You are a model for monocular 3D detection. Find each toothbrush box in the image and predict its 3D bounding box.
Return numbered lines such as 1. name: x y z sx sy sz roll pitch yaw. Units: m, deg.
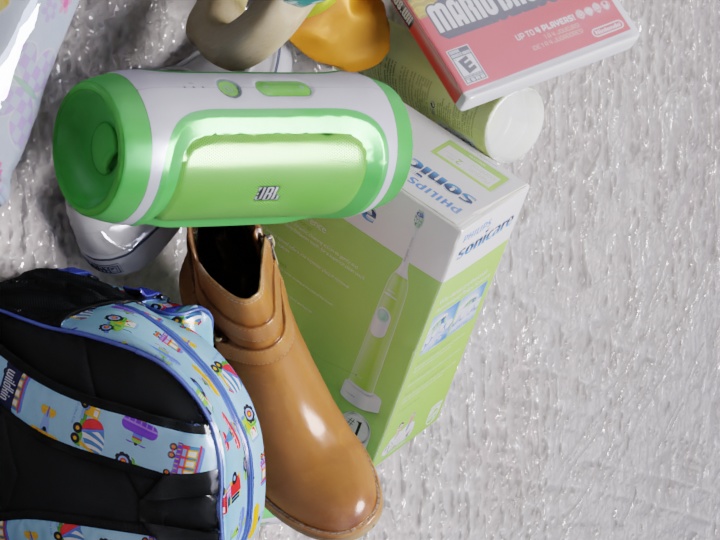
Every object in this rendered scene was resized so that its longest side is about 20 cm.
1. toothbrush box: 0.000 0.000 1.574 0.086 0.145 0.201 -33 150 -47

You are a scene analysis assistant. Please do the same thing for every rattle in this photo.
1. rattle: -0.008 -0.152 1.440 0.143 0.200 0.130 48 65 -22

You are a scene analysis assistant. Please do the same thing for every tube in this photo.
1. tube: 0.035 -0.128 1.600 0.052 0.200 0.058 2 110 -43

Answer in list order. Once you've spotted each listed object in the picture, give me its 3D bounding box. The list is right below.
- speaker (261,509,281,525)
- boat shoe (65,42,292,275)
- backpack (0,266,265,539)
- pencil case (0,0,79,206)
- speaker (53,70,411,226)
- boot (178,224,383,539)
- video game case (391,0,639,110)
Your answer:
1. speaker: -0.089 0.124 1.593 0.200 0.088 0.089 0 100 -57
2. boat shoe: -0.108 -0.089 1.502 0.200 0.073 0.065 -60 148 -28
3. backpack: -0.134 0.099 1.409 0.134 0.199 0.184 -22 117 -52
4. pencil case: -0.196 -0.135 1.344 0.091 0.083 0.201 53 55 -67
5. speaker: -0.070 -0.070 1.399 0.199 0.088 0.089 -3 104 -38
6. boot: -0.049 0.053 1.478 0.076 0.201 0.156 -20 150 -12
7. video game case: 0.069 -0.203 1.552 0.143 0.201 0.017 -22 162 -30
